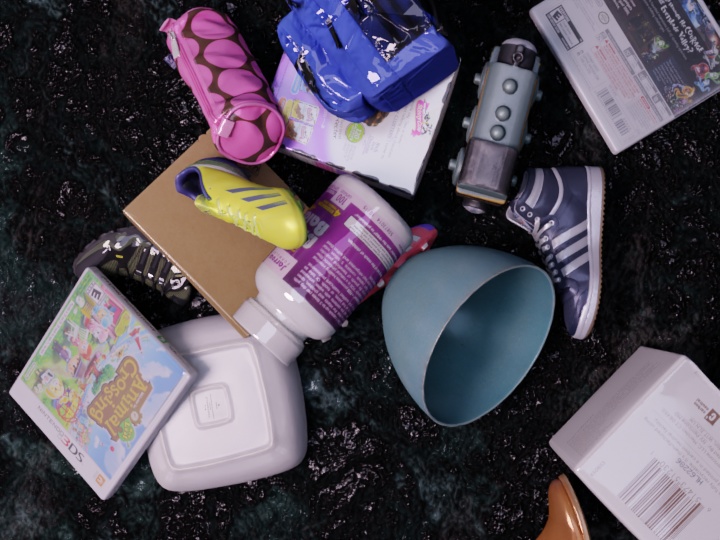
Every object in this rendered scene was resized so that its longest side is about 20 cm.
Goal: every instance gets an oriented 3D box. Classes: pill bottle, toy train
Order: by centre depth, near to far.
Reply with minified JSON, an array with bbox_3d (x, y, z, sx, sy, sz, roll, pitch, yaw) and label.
[{"bbox_3d":[-0.044,0.002,1.111,0.112,0.112,0.200,41,84,3],"label":"pill bottle"},{"bbox_3d":[0.158,-0.165,1.162,0.084,0.114,0.202,16,89,2],"label":"toy train"}]

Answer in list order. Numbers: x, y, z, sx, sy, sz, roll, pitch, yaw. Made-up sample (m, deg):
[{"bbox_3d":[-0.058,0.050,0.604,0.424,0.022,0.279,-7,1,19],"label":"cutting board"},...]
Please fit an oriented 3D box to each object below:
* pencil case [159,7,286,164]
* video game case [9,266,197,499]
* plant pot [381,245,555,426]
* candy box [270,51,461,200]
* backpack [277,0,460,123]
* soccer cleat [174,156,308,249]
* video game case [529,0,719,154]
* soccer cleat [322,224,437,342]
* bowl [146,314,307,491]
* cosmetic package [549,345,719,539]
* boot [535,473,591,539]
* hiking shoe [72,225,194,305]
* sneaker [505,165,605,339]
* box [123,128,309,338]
[{"bbox_3d":[-0.157,-0.210,1.149,0.091,0.093,0.201,-47,52,20],"label":"pencil case"},{"bbox_3d":[-0.300,0.130,1.170,0.182,0.022,0.201,43,110,15],"label":"video game case"},{"bbox_3d":[0.100,0.052,1.138,0.134,0.200,0.201,36,90,39],"label":"plant pot"},{"bbox_3d":[-0.002,-0.195,1.191,0.198,0.072,0.169,20,89,3],"label":"candy box"},{"bbox_3d":[-0.008,-0.272,1.079,0.167,0.163,0.201,-33,86,3],"label":"backpack"},{"bbox_3d":[-0.127,-0.066,1.077,0.083,0.200,0.065,-17,123,-33],"label":"soccer cleat"},{"bbox_3d":[0.327,-0.269,1.205,0.181,0.023,0.201,-31,87,2],"label":"video game case"},{"bbox_3d":[0.000,0.000,1.192,0.199,0.067,0.077,-39,74,0],"label":"soccer cleat"},{"bbox_3d":[-0.168,0.153,1.188,0.197,0.075,0.202,-11,87,1],"label":"bowl"},{"bbox_3d":[0.328,0.200,1.103,0.167,0.200,0.166,44,91,2],"label":"cosmetic package"},{"bbox_3d":[0.190,0.343,1.177,0.153,0.077,0.203,-8,95,6],"label":"boot"},{"bbox_3d":[-0.237,-0.004,1.193,0.198,0.076,0.102,-15,84,1],"label":"hiking shoe"},{"bbox_3d":[0.222,-0.025,1.177,0.107,0.070,0.203,5,82,-2],"label":"sneaker"},{"bbox_3d":[-0.146,-0.050,1.168,0.200,0.021,0.164,45,70,-5],"label":"box"}]
